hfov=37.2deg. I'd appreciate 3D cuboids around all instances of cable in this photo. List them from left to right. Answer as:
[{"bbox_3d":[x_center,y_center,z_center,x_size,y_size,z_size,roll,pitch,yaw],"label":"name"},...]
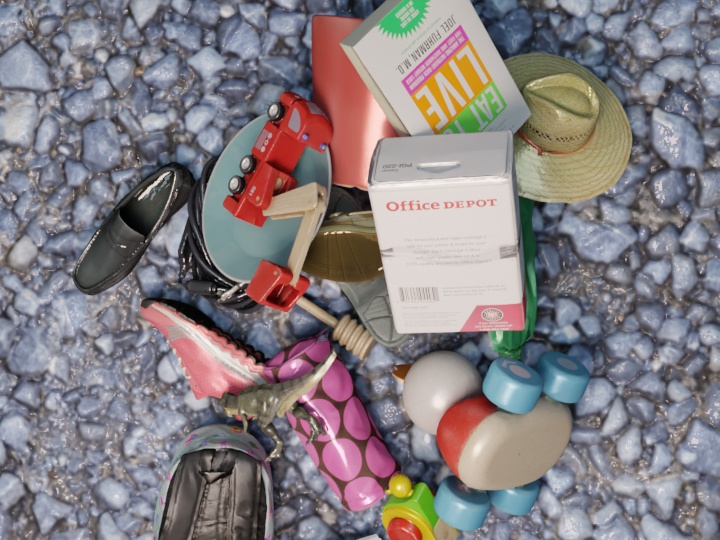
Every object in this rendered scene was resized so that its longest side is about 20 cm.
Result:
[{"bbox_3d":[-0.135,-0.055,1.269,0.161,0.051,0.203,14,81,25],"label":"cable"}]

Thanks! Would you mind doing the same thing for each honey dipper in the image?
[{"bbox_3d":[-0.068,0.036,1.285,0.198,0.038,0.038,35,93,11],"label":"honey dipper"}]

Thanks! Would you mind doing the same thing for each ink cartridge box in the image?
[{"bbox_3d":[0.094,-0.037,1.105,0.143,0.086,0.202,-2,132,12],"label":"ink cartridge box"}]

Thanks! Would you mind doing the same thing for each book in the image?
[{"bbox_3d":[0.082,-0.197,1.103,0.133,0.048,0.201,-43,122,-8],"label":"book"}]

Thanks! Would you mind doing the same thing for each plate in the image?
[{"bbox_3d":[-0.102,-0.082,1.207,0.198,0.025,0.204,-14,66,35],"label":"plate"}]

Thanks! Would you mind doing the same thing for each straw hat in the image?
[{"bbox_3d":[0.220,-0.179,1.197,0.197,0.085,0.205,1,72,-3],"label":"straw hat"}]

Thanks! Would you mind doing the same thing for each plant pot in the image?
[{"bbox_3d":[0.030,-0.184,1.208,0.196,0.200,0.181,8,100,8],"label":"plant pot"}]

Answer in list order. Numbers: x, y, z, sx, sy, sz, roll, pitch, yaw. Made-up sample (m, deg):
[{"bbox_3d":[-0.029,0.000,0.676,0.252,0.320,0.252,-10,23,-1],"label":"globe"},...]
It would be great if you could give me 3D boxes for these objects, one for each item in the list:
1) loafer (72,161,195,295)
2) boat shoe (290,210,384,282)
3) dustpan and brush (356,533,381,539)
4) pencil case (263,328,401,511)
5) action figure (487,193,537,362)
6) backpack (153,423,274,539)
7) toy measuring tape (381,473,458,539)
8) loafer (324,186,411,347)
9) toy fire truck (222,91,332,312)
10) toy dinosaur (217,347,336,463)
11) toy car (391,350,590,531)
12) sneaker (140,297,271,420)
[{"bbox_3d":[-0.281,-0.053,1.296,0.068,0.070,0.201,44,94,7],"label":"loafer"},{"bbox_3d":[0.018,-0.038,1.210,0.197,0.064,0.074,-9,127,5],"label":"boat shoe"},{"bbox_3d":[-0.032,0.417,1.248,0.137,0.057,0.204,-10,93,-26],"label":"dustpan and brush"},{"bbox_3d":[-0.027,0.172,1.239,0.090,0.093,0.202,-23,97,39],"label":"pencil case"},{"bbox_3d":[0.165,0.017,1.231,0.117,0.054,0.204,-14,103,-33],"label":"action figure"},{"bbox_3d":[-0.173,0.283,1.239,0.164,0.127,0.204,6,101,-13],"label":"backpack"},{"bbox_3d":[0.075,0.308,1.226,0.073,0.074,0.202,-26,116,6],"label":"toy measuring tape"},{"bbox_3d":[0.000,0.000,1.265,0.071,0.063,0.203,-26,82,1],"label":"loafer"},{"bbox_3d":[-0.079,-0.075,1.136,0.141,0.048,0.202,38,101,41],"label":"toy fire truck"},{"bbox_3d":[-0.087,0.157,1.186,0.198,0.047,0.089,-24,91,37],"label":"toy dinosaur"},{"bbox_3d":[0.123,0.151,1.213,0.199,0.175,0.187,38,117,38],"label":"toy car"},{"bbox_3d":[-0.191,0.107,1.278,0.198,0.074,0.088,33,94,7],"label":"sneaker"}]
